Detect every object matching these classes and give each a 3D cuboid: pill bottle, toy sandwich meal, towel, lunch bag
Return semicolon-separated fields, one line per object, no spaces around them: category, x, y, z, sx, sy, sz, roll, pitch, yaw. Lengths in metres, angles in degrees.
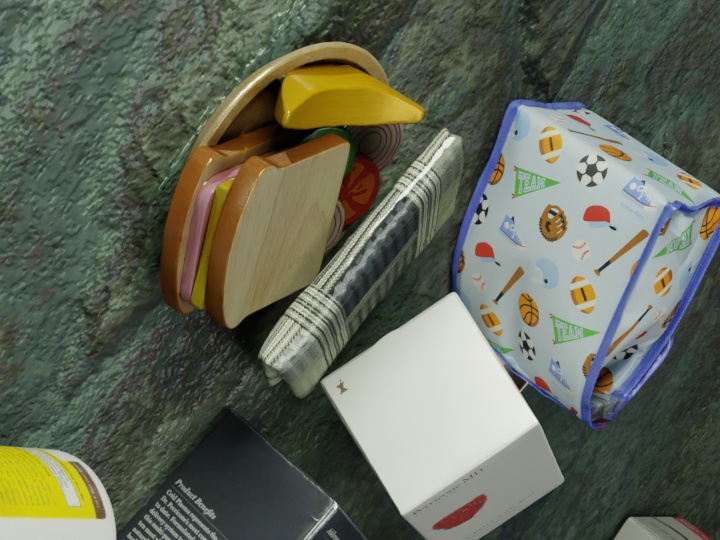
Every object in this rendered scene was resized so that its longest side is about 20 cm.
pill bottle;-0.234;0.149;0.838;0.199;0.109;0.110;16;108;-58
toy sandwich meal;-0.038;-0.048;0.948;0.204;0.070;0.206;-34;144;-29
towel;0.000;0.000;1.035;0.193;0.034;0.200;-52;172;-8
lunch bag;0.166;-0.005;1.176;0.123;0.170;0.202;-3;122;-47

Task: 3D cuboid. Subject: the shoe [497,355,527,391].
shoe;0.121;0.077;1.307;0.200;0.053;0.070;-47;149;-12

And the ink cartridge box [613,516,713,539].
ink cartridge box;0.364;0.390;1.923;0.146;0.084;0.199;-59;150;9

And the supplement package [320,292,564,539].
supplement package;0.067;0.124;1.161;0.121;0.120;0.200;-33;157;0

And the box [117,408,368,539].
box;-0.089;0.242;1.116;0.197;0.124;0.200;-46;148;-10
